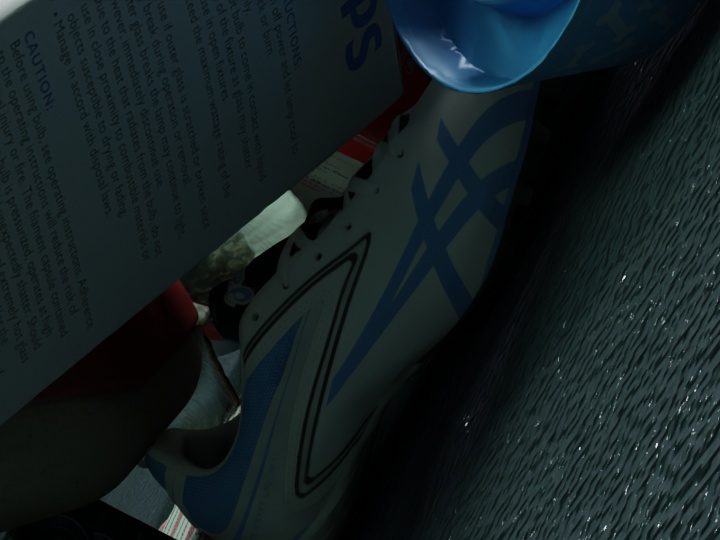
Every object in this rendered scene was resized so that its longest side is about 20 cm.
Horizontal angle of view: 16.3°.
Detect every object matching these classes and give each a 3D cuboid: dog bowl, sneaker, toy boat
[{"bbox_3d":[0.057,-0.146,0.656,0.111,0.049,0.202,19,106,58],"label":"dog bowl"},{"bbox_3d":[0.000,0.000,0.754,0.201,0.072,0.072,-60,6,18],"label":"sneaker"},{"bbox_3d":[-0.134,0.015,0.810,0.130,0.132,0.200,-18,8,10],"label":"toy boat"}]

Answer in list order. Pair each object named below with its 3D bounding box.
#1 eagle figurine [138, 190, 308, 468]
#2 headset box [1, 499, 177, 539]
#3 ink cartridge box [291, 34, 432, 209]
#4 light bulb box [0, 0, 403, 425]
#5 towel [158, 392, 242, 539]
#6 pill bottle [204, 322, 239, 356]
[{"bbox_3d":[-0.100,-0.001,1.014,0.152,0.151,0.200,-48,-3,2],"label":"eagle figurine"},{"bbox_3d":[-0.123,0.195,0.860,0.174,0.092,0.201,-56,10,44],"label":"headset box"},{"bbox_3d":[0.010,-0.085,1.002,0.117,0.067,0.200,-66,7,-16],"label":"ink cartridge box"},{"bbox_3d":[-0.126,-0.080,0.725,0.200,0.198,0.125,-40,-36,-27],"label":"light bulb box"},{"bbox_3d":[-0.051,0.092,0.985,0.201,0.030,0.147,-58,7,35],"label":"towel"},{"bbox_3d":[-0.065,-0.062,1.281,0.201,0.112,0.113,-60,8,25],"label":"pill bottle"}]
